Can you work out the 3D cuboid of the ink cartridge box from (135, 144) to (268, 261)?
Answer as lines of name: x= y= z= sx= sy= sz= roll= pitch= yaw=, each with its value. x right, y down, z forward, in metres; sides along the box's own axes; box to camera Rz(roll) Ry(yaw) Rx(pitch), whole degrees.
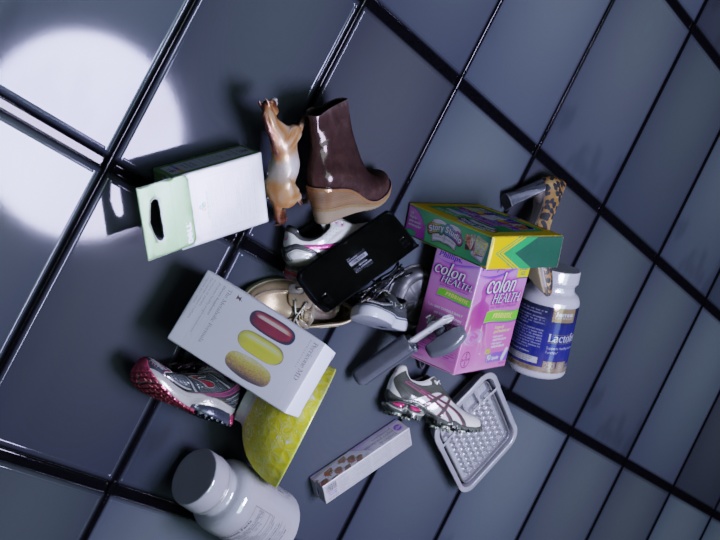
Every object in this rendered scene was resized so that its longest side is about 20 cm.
ink cartridge box: x=-0.225 y=-0.095 z=1.503 sx=0.198 sy=0.059 sz=0.106 roll=-21 pitch=119 yaw=-34

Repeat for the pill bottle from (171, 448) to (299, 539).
pill bottle: x=-0.191 y=0.354 z=1.671 sx=0.115 sy=0.114 sz=0.200 roll=-55 pitch=132 yaw=-9

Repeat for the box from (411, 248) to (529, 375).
box: x=0.191 y=0.062 z=1.878 sx=0.175 sy=0.096 sz=0.203 roll=-1 pitch=107 yaw=-54

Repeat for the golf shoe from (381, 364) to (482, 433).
golf shoe: x=0.134 y=0.231 z=1.905 sx=0.198 sy=0.077 sz=0.090 roll=21 pitch=75 yaw=-24

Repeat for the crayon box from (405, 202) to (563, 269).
crayon box: x=0.200 y=-0.057 z=1.791 sx=0.171 sy=0.199 sz=0.059 roll=-3 pitch=109 yaw=-39

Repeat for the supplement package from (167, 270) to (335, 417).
supplement package: x=-0.149 y=0.105 z=1.536 sx=0.115 sy=0.198 sz=0.110 roll=-59 pitch=169 yaw=-6

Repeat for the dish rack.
dish rack: x=0.206 y=0.296 z=2.042 sx=0.171 sy=0.043 sz=0.201 roll=-43 pitch=129 yaw=-21

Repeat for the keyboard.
keyboard: x=0.000 y=0.000 z=1.654 sx=0.199 sy=0.040 sz=0.105 roll=-35 pitch=82 yaw=-26

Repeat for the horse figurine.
horse figurine: x=-0.105 y=-0.151 z=1.563 sx=0.132 sy=0.049 sz=0.203 roll=-39 pitch=138 yaw=-65

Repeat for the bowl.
bowl: x=-0.128 y=0.214 z=1.661 sx=0.106 sy=0.200 sz=0.202 roll=27 pitch=88 yaw=0

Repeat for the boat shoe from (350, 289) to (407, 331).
boat shoe: x=0.032 y=0.060 z=1.733 sx=0.200 sy=0.067 sz=0.058 roll=29 pitch=67 yaw=-73

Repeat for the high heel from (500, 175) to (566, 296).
high heel: x=0.342 y=-0.067 z=1.963 sx=0.141 sy=0.071 sz=0.203 roll=-21 pitch=92 yaw=-28

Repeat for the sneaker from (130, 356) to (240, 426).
sneaker: x=-0.251 y=0.161 z=1.577 sx=0.199 sy=0.080 sz=0.076 roll=35 pitch=69 yaw=-51

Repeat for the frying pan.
frying pan: x=0.087 y=0.085 z=1.870 sx=0.114 sy=0.031 sz=0.193 roll=-2 pitch=105 yaw=-39

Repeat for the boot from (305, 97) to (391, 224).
boot: x=-0.013 y=-0.173 z=1.628 sx=0.199 sy=0.071 sz=0.169 roll=-31 pitch=125 yaw=-53

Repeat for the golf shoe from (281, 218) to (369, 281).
golf shoe: x=-0.031 y=-0.050 z=1.681 sx=0.198 sy=0.072 sz=0.094 roll=-20 pitch=117 yaw=-34

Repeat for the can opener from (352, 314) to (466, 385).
can opener: x=0.077 y=0.134 z=1.793 sx=0.198 sy=0.067 sz=0.053 roll=-31 pitch=163 yaw=16

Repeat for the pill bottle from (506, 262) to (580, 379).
pill bottle: x=0.342 y=0.089 z=2.030 sx=0.114 sy=0.115 sz=0.203 roll=-3 pitch=108 yaw=-40

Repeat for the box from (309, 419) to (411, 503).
box: x=0.002 y=0.326 z=1.880 sx=0.199 sy=0.038 sz=0.042 roll=-30 pitch=126 yaw=-29

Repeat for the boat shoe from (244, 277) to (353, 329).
boat shoe: x=-0.094 y=0.056 z=1.672 sx=0.198 sy=0.065 sz=0.073 roll=6 pitch=103 yaw=-42
